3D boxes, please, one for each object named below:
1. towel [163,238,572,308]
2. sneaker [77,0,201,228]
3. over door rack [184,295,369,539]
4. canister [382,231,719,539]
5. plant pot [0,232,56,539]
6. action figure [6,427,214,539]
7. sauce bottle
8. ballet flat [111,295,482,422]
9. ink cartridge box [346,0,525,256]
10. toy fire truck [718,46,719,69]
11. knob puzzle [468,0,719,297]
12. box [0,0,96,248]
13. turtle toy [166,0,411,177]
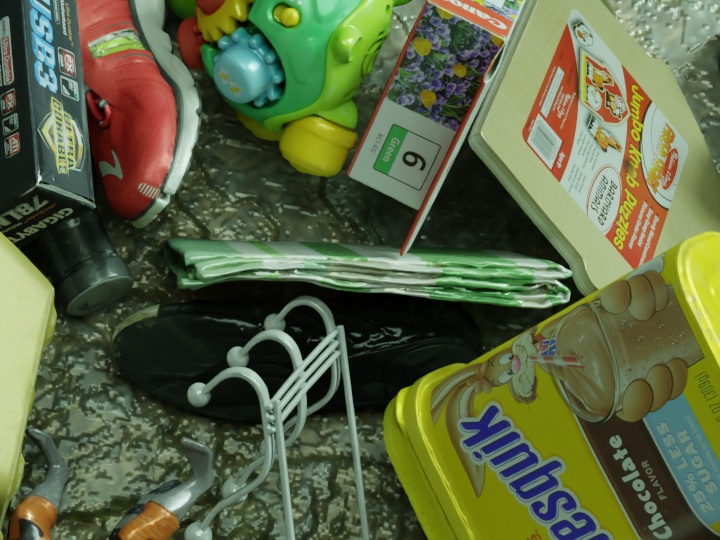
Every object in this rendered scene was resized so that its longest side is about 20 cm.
[{"bbox_3d":[0.000,0.000,1.442,0.199,0.153,0.024,2,94,-7],"label":"towel"},{"bbox_3d":[-0.144,-0.104,1.458,0.085,0.077,0.201,15,39,-35],"label":"sneaker"},{"bbox_3d":[-0.029,0.128,1.350,0.066,0.148,0.201,-15,100,17],"label":"over door rack"},{"bbox_3d":[0.125,0.085,1.374,0.086,0.200,0.149,-18,79,-54],"label":"canister"},{"bbox_3d":[-0.254,0.059,1.301,0.199,0.194,0.196,14,58,-7],"label":"plant pot"},{"bbox_3d":[-0.118,0.181,1.371,0.199,0.105,0.194,7,69,23],"label":"action figure"},{"bbox_3d":[-0.183,-0.070,1.485,0.066,0.066,0.201,-21,71,-15],"label":"sauce bottle"},{"bbox_3d":[-0.034,0.043,1.472,0.199,0.067,0.057,2,27,-8],"label":"ballet flat"},{"bbox_3d":[0.039,-0.096,1.444,0.050,0.109,0.200,26,25,0],"label":"ink cartridge box"},{"bbox_3d":[0.239,-0.079,1.503,0.048,0.141,0.201,3,67,-7],"label":"toy fire truck"},{"bbox_3d":[0.137,-0.048,1.496,0.219,0.030,0.221,30,46,-37],"label":"knob puzzle"},{"bbox_3d":[-0.228,-0.092,1.430,0.198,0.050,0.201,-24,63,31],"label":"box"},{"bbox_3d":[-0.047,-0.145,1.487,0.101,0.200,0.146,22,98,-27],"label":"turtle toy"}]
